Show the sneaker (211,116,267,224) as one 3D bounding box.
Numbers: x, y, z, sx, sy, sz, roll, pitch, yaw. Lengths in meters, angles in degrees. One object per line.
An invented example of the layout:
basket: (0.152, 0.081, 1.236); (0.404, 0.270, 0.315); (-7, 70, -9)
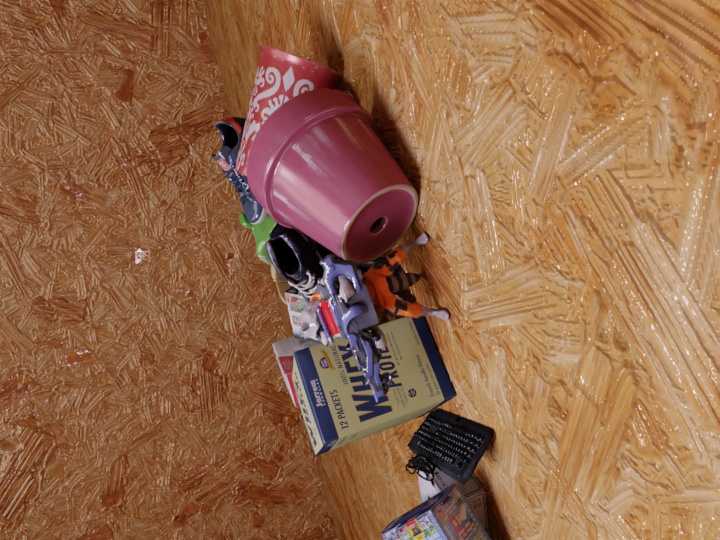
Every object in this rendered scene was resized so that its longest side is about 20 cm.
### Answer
sneaker: (-0.224, -0.181, 0.979); (0.075, 0.084, 0.201); (-16, 84, 41)

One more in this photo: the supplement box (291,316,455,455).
supplement box: (0.008, 0.182, 0.840); (0.200, 0.199, 0.135); (108, 143, -65)

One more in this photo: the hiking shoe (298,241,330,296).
hiking shoe: (-0.124, -0.058, 0.927); (0.076, 0.101, 0.200); (2, -124, -61)

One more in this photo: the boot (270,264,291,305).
boot: (-0.162, 0.005, 1.191); (0.156, 0.073, 0.201); (113, 146, -62)

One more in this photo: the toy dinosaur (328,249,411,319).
toy dinosaur: (0.000, 0.000, 0.846); (0.199, 0.102, 0.136); (20, 148, 16)

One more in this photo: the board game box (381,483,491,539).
board game box: (0.130, 0.415, 0.725); (0.200, 0.062, 0.200); (49, 139, 16)

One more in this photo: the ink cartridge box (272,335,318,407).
ink cartridge box: (-0.065, 0.180, 1.112); (0.147, 0.199, 0.083); (-137, 31, -64)

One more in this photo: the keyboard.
keyboard: (0.104, 0.242, 0.746); (0.040, 0.104, 0.200); (35, 166, -7)

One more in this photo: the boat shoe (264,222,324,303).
boat shoe: (-0.082, 0.015, 0.832); (0.200, 0.075, 0.093); (59, -161, -13)

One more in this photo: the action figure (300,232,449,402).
action figure: (0.014, 0.059, 0.706); (0.105, 0.193, 0.201); (-150, 46, -70)

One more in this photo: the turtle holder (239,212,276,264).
turtle holder: (-0.144, -0.103, 1.054); (0.141, 0.131, 0.186); (-16, 76, 42)

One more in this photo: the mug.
mug: (-0.115, -0.236, 0.867); (0.177, 0.133, 0.201); (35, 110, 45)

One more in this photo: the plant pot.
plant pot: (-0.026, -0.113, 0.729); (0.179, 0.200, 0.200); (46, 152, 30)

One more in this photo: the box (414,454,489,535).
box: (0.143, 0.385, 0.822); (0.117, 0.060, 0.201); (-140, 37, -65)

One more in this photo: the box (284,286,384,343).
box: (-0.049, 0.094, 1.042); (0.199, 0.035, 0.110); (8, 121, 28)
